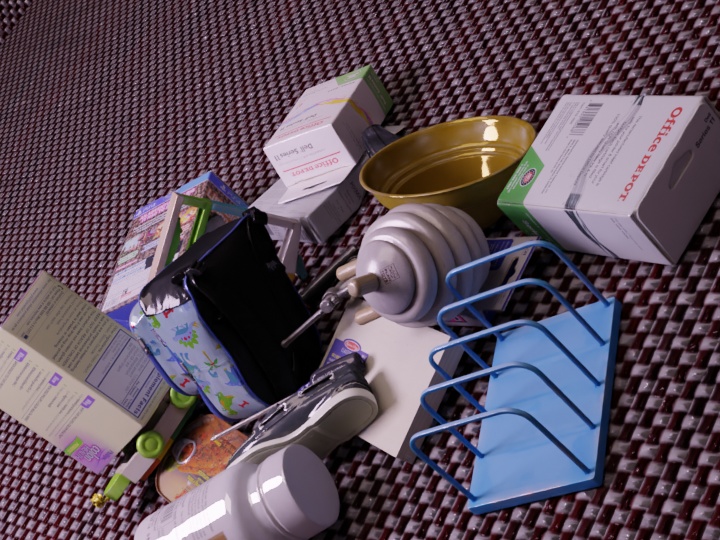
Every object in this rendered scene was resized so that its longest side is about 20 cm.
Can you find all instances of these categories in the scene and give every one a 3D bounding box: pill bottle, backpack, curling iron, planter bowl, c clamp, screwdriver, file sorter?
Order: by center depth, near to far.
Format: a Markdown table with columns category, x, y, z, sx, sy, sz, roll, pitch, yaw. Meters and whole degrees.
| category | x | y | z | sx | sy | sz | roll | pitch | yaw |
| --- | --- | --- | --- | --- | --- | --- | --- | --- | --- |
| file sorter | 0.139 | 0.092 | 1.247 | 0.138 | 0.123 | 0.201 | -21 | 39 | 37 |
| pill bottle | -0.124 | 0.260 | 1.393 | 0.199 | 0.114 | 0.115 | -33 | 33 | 23 |
| screwdriver | -0.079 | 0.143 | 1.470 | 0.199 | 0.029 | 0.028 | -34 | 5 | 19 |
| planter bowl | 0.104 | -0.091 | 1.508 | 0.199 | 0.084 | 0.201 | -14 | 25 | 6 |
| c clamp | 0.000 | 0.000 | 1.550 | 0.170 | 0.027 | 0.200 | -36 | 5 | 25 |
| backpack | -0.147 | 0.066 | 1.555 | 0.146 | 0.201 | 0.183 | -22 | 17 | 37 |
| curling iron | -0.075 | 0.042 | 1.662 | 0.200 | 0.026 | 0.050 | -41 | -9 | 4 |

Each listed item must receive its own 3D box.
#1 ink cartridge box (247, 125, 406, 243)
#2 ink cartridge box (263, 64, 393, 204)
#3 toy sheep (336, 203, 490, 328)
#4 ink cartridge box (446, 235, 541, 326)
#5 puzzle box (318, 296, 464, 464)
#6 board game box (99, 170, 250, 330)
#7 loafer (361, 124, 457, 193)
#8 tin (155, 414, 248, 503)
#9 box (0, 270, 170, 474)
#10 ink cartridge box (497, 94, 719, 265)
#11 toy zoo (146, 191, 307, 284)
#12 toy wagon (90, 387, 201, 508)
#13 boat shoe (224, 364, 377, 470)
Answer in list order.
| category | x | y | z | sx | sy | sz | roll | pitch | yaw |
| --- | --- | --- | --- | --- | --- | --- | --- | --- | --- |
| ink cartridge box | -0.041 | -0.115 | 1.807 | 0.200 | 0.047 | 0.160 | -43 | 26 | -26 |
| ink cartridge box | -0.047 | -0.178 | 1.791 | 0.116 | 0.068 | 0.200 | -17 | 28 | 32 |
| toy sheep | 0.055 | -0.003 | 1.376 | 0.137 | 0.139 | 0.199 | -14 | 9 | 43 |
| ink cartridge box | 0.109 | 0.011 | 1.462 | 0.199 | 0.037 | 0.095 | -3 | 51 | 53 |
| puzzle box | 0.021 | 0.109 | 1.442 | 0.200 | 0.025 | 0.134 | 22 | 86 | 58 |
| board game box | -0.248 | -0.010 | 1.876 | 0.159 | 0.097 | 0.201 | -23 | 38 | 35 |
| loafer | 0.059 | -0.130 | 1.662 | 0.070 | 0.068 | 0.201 | -36 | 34 | -1 |
| tin | -0.166 | 0.232 | 1.556 | 0.112 | 0.042 | 0.200 | -50 | 30 | -11 |
| box | -0.344 | 0.125 | 1.641 | 0.176 | 0.199 | 0.097 | -44 | 12 | 51 |
| ink cartridge box | 0.252 | -0.093 | 1.352 | 0.147 | 0.083 | 0.199 | -56 | 31 | -14 |
| toy zoo | -0.153 | -0.012 | 1.677 | 0.020 | 0.199 | 0.132 | 34 | 109 | 59 |
| toy wagon | -0.254 | 0.204 | 1.657 | 0.201 | 0.039 | 0.155 | -58 | 10 | -16 |
| boat shoe | -0.068 | 0.162 | 1.433 | 0.199 | 0.074 | 0.066 | -40 | 39 | 25 |
